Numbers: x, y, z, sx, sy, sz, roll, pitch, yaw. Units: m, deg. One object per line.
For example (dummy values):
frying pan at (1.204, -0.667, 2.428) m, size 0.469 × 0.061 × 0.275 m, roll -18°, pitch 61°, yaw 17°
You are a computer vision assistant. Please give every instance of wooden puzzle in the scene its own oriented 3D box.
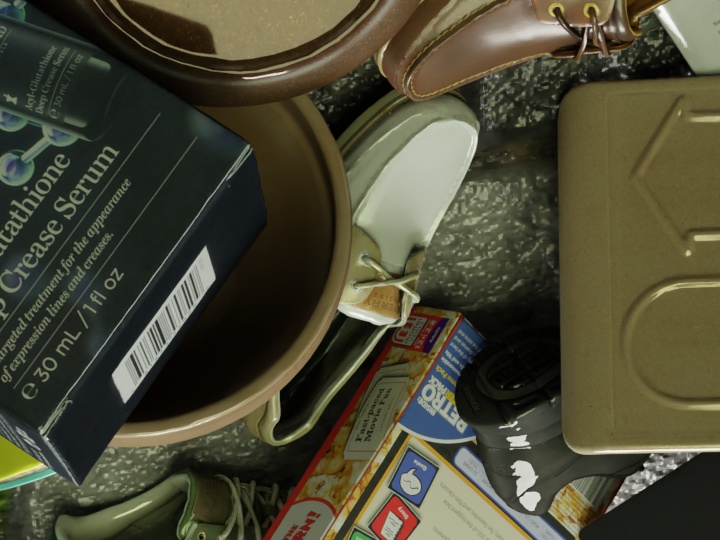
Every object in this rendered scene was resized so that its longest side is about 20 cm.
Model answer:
wooden puzzle at (0.196, -0.002, 1.171) m, size 0.200 × 0.186 × 0.046 m, roll -3°, pitch 165°, yaw 12°

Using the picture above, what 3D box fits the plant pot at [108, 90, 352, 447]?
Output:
plant pot at (-0.103, -0.011, 1.126) m, size 0.200 × 0.201 × 0.093 m, roll -16°, pitch 164°, yaw -4°

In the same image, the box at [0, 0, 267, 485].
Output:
box at (-0.163, -0.031, 1.030) m, size 0.200 × 0.107 × 0.149 m, roll 32°, pitch 77°, yaw 11°

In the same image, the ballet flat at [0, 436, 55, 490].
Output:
ballet flat at (-0.209, 0.076, 1.161) m, size 0.200 × 0.067 × 0.067 m, roll -16°, pitch 110°, yaw 33°

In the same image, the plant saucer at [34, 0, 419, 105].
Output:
plant saucer at (-0.054, -0.162, 1.043) m, size 0.200 × 0.034 × 0.201 m, roll -3°, pitch 111°, yaw -7°

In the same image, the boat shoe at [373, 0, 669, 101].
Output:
boat shoe at (0.101, -0.133, 1.122) m, size 0.200 × 0.068 × 0.072 m, roll -30°, pitch 156°, yaw 1°

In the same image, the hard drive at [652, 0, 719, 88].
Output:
hard drive at (0.237, -0.112, 1.209) m, size 0.132 × 0.026 × 0.200 m, roll -34°, pitch 123°, yaw 8°

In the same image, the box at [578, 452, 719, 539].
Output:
box at (0.257, 0.161, 1.255) m, size 0.200 × 0.123 × 0.198 m, roll -37°, pitch 138°, yaw 28°

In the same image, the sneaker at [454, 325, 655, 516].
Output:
sneaker at (0.139, 0.054, 1.244) m, size 0.200 × 0.076 × 0.091 m, roll -25°, pitch 124°, yaw -17°

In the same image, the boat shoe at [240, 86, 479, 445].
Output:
boat shoe at (0.000, 0.000, 1.187) m, size 0.075 × 0.068 × 0.200 m, roll 15°, pitch 120°, yaw -37°

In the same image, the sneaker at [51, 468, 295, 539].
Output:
sneaker at (-0.068, 0.141, 1.264) m, size 0.200 × 0.067 × 0.090 m, roll -14°, pitch 128°, yaw -1°

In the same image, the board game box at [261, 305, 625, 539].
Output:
board game box at (0.034, 0.143, 1.244) m, size 0.151 × 0.046 × 0.200 m, roll 44°, pitch 70°, yaw -30°
